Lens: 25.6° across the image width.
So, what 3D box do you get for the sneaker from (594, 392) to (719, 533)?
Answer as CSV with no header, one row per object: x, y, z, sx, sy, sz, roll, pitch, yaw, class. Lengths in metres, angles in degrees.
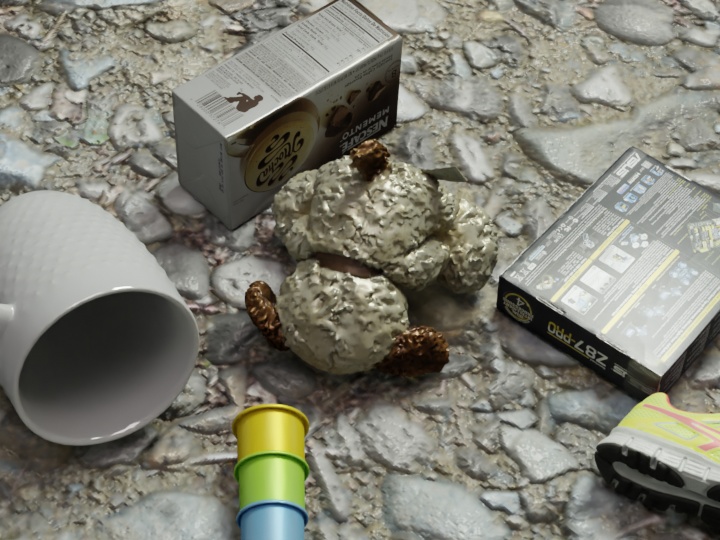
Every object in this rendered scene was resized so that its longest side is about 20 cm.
0.281,0.147,1.178,0.199,0.078,0.090,25,51,19,sneaker

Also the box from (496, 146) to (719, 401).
0.234,-0.001,1.319,0.161,0.049,0.200,31,55,24,box

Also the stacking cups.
-0.065,0.193,1.135,0.060,0.061,0.201,0,50,-2,stacking cups

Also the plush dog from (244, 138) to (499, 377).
0.000,0.000,1.264,0.198,0.161,0.173,13,77,11,plush dog

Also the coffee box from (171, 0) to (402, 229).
-0.062,-0.141,1.385,0.199,0.113,0.080,-33,58,-27,coffee box

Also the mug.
-0.243,0.019,1.201,0.199,0.148,0.176,12,27,-40,mug
